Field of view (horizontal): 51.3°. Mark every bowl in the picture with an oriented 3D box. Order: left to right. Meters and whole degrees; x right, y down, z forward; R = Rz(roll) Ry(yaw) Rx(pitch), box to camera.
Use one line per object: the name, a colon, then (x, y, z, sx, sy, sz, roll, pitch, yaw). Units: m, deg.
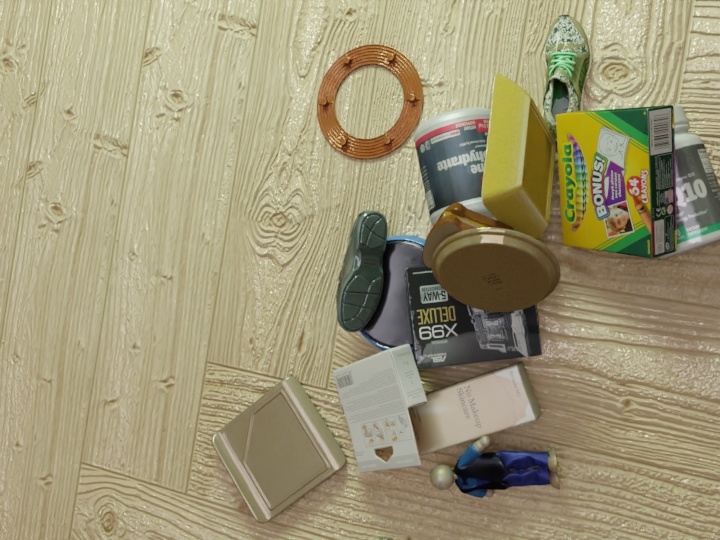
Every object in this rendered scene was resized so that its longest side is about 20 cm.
bowl: (0.068, 0.041, 1.263, 0.198, 0.039, 0.203, -1, 87, 20)

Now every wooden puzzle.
wooden puzzle: (-0.146, 0.318, 1.333, 0.199, 0.037, 0.186, -37, 76, 10)

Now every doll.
doll: (0.206, 0.311, 1.171, 0.198, 0.049, 0.138, -8, 124, 12)

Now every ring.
ring: (0.012, -0.296, 1.309, 0.198, 0.019, 0.203, -1, 86, 19)

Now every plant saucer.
plant saucer: (0.242, -0.156, 1.100, 0.048, 0.200, 0.202, -1, 71, 31)

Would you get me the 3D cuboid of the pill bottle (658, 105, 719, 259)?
pill bottle: (0.456, -0.128, 1.092, 0.112, 0.113, 0.202, -20, 81, 18)

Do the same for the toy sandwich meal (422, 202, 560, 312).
toy sandwich meal: (0.188, -0.016, 1.083, 0.203, 0.206, 0.071, 0, 52, 19)

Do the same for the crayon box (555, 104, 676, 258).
crayon box: (0.365, -0.129, 1.079, 0.172, 0.058, 0.203, 14, 113, 60)

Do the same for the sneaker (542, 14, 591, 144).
sneaker: (0.317, -0.303, 1.162, 0.076, 0.088, 0.203, 0, 87, 20)

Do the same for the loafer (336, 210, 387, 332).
loafer: (0.000, 0.000, 1.245, 0.071, 0.063, 0.202, 12, 93, -22)

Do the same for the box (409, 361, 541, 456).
box: (0.177, 0.220, 1.195, 0.198, 0.078, 0.096, -23, 79, 17)

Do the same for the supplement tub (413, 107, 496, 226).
supplement tub: (0.168, -0.141, 1.181, 0.139, 0.140, 0.202, -14, 83, 18)

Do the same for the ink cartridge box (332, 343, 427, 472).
ink cartridge box: (0.037, 0.226, 1.203, 0.200, 0.044, 0.178, -30, 73, 57)

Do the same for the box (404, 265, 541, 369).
box: (0.175, 0.065, 1.181, 0.197, 0.050, 0.160, -6, 86, 0)

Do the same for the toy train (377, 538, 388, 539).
toy train: (0.011, 0.546, 1.263, 0.056, 0.042, 0.202, 27, 97, 8)
